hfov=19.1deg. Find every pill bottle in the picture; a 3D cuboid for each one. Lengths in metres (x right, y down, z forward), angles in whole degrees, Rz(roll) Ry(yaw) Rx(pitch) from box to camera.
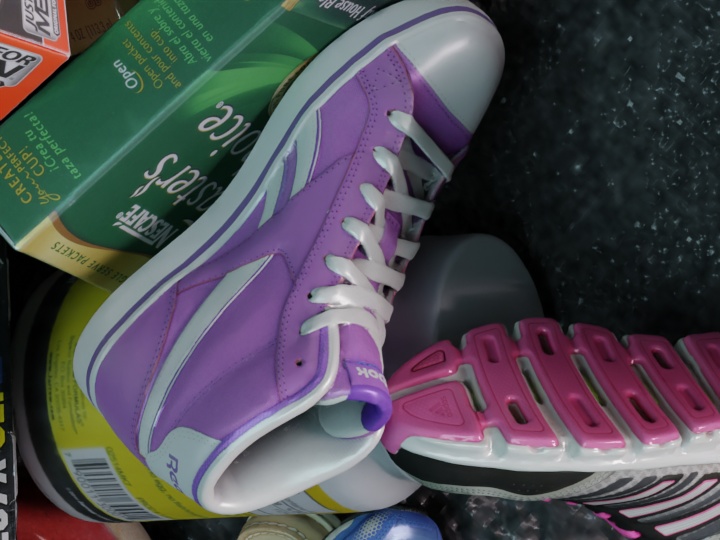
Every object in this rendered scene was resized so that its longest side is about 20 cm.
[{"bbox_3d":[-0.033,0.042,0.861,0.200,0.114,0.114,-6,101,31],"label":"pill bottle"}]

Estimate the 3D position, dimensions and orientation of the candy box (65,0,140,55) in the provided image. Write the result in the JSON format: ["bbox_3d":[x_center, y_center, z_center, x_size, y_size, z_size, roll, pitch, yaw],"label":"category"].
[{"bbox_3d":[-0.172,-0.129,0.845,0.200,0.055,0.116,-12,106,35],"label":"candy box"}]

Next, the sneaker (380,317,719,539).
[{"bbox_3d":[0.099,0.070,0.772,0.074,0.200,0.088,-114,29,-49],"label":"sneaker"}]

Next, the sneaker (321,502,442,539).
[{"bbox_3d":[0.014,0.194,0.862,0.089,0.078,0.200,-10,72,58],"label":"sneaker"}]

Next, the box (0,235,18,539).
[{"bbox_3d":[-0.184,0.018,0.911,0.200,0.049,0.160,-139,48,-66],"label":"box"}]

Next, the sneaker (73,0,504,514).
[{"bbox_3d":[0.000,0.001,0.745,0.201,0.073,0.114,-50,44,0],"label":"sneaker"}]

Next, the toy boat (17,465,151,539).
[{"bbox_3d":[-0.151,0.190,0.954,0.130,0.131,0.200,-28,85,41],"label":"toy boat"}]

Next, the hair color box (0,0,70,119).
[{"bbox_3d":[-0.188,-0.074,0.778,0.200,0.061,0.102,-35,52,39],"label":"hair color box"}]

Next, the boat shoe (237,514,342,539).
[{"bbox_3d":[-0.024,0.200,0.927,0.074,0.069,0.200,-5,102,31],"label":"boat shoe"}]

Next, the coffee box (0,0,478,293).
[{"bbox_3d":[-0.041,-0.074,0.782,0.200,0.123,0.044,-41,72,3],"label":"coffee box"}]
